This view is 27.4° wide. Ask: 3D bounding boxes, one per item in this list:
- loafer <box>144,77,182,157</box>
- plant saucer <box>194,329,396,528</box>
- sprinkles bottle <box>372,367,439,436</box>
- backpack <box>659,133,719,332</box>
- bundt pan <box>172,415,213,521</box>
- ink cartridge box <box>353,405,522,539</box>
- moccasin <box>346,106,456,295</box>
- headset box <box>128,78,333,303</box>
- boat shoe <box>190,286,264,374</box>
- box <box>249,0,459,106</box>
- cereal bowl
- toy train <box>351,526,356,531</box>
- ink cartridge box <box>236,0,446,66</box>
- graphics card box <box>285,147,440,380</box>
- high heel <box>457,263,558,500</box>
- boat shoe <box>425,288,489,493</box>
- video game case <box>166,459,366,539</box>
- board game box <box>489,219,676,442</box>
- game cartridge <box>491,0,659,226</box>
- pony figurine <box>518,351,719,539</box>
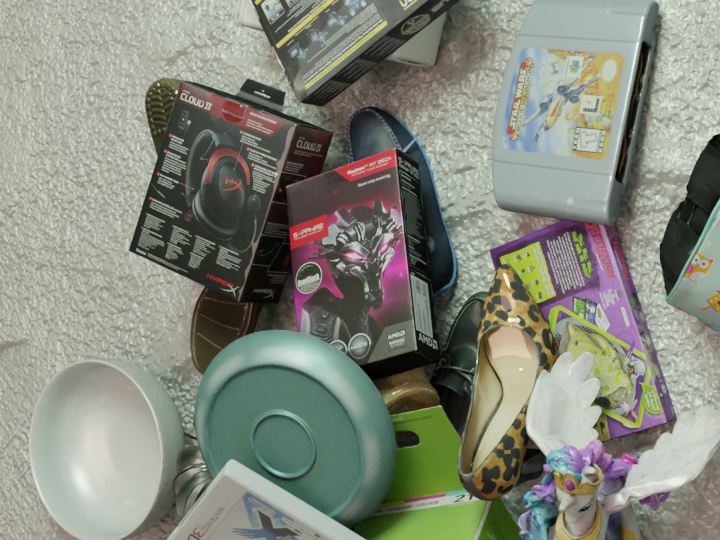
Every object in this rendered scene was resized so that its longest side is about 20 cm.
[{"bbox_3d":[-0.173,-0.107,1.563,0.076,0.067,0.202,4,108,37],"label":"loafer"},{"bbox_3d":[-0.065,0.152,1.322,0.199,0.027,0.202,7,110,21],"label":"plant saucer"},{"bbox_3d":[0.008,0.061,1.399,0.068,0.068,0.201,-48,45,24],"label":"sprinkles bottle"},{"bbox_3d":[0.316,-0.030,1.149,0.153,0.200,0.177,32,106,13],"label":"backpack"},{"bbox_3d":[-0.120,0.185,1.461,0.202,0.075,0.203,-38,39,40],"label":"bundt pan"},{"bbox_3d":[0.049,0.230,1.341,0.147,0.076,0.201,-14,121,33],"label":"ink cartridge box"},{"bbox_3d":[0.035,-0.073,1.417,0.080,0.068,0.201,-37,68,28],"label":"moccasin"},{"bbox_3d":[-0.125,-0.086,1.446,0.148,0.075,0.201,22,98,28],"label":"headset box"},{"bbox_3d":[-0.116,0.014,1.521,0.072,0.068,0.201,22,99,27],"label":"boat shoe"},{"bbox_3d":[-0.009,-0.274,1.362,0.200,0.049,0.162,-35,71,28],"label":"box"},{"bbox_3d":[-0.265,0.193,1.610,0.199,0.083,0.202,0,90,34],"label":"cereal bowl"},{"bbox_3d":[-0.051,0.258,1.467,0.114,0.086,0.201,37,110,35],"label":"toy train"},{"bbox_3d":[-0.012,-0.290,1.442,0.199,0.085,0.147,18,100,31],"label":"ink cartridge box"},{"bbox_3d":[0.000,0.000,1.343,0.125,0.051,0.202,-16,66,26],"label":"graphics card box"},{"bbox_3d":[0.118,0.095,1.282,0.071,0.142,0.202,-6,88,28],"label":"high heel"},{"bbox_3d":[0.093,0.117,1.378,0.074,0.066,0.201,21,101,33],"label":"boat shoe"},{"bbox_3d":[-0.072,0.272,1.359,0.199,0.022,0.183,32,135,-6],"label":"video game case"},{"bbox_3d":[0.198,0.056,1.331,0.120,0.032,0.202,-23,78,36],"label":"board game box"},{"bbox_3d":[0.186,-0.146,1.320,0.132,0.041,0.202,10,87,31],"label":"game cartridge"},{"bbox_3d":[0.203,0.186,1.234,0.165,0.193,0.201,15,134,25],"label":"pony figurine"}]
